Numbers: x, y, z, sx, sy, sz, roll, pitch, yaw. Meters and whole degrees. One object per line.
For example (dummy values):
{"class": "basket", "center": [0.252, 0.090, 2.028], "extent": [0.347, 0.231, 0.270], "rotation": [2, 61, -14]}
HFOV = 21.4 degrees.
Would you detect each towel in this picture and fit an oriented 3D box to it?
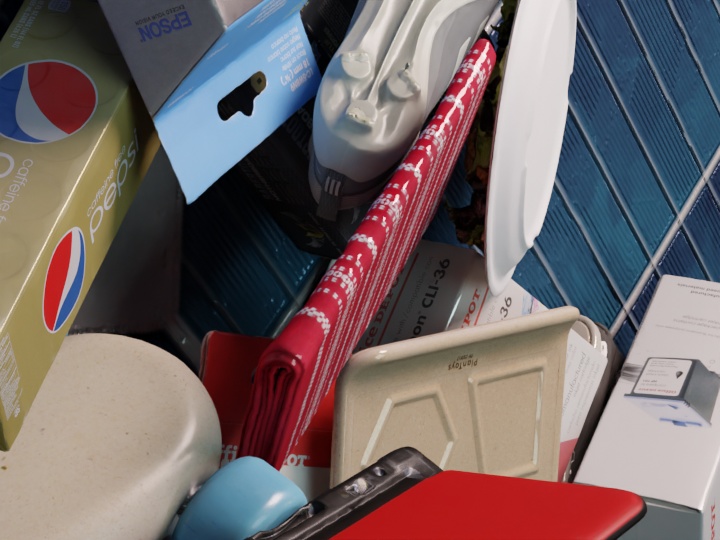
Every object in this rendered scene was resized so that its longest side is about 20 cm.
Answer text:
{"class": "towel", "center": [0.000, 0.000, 0.889], "extent": [0.201, 0.022, 0.145], "rotation": [-58, 174, -31]}

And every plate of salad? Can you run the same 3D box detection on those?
{"class": "plate of salad", "center": [0.081, -0.087, 1.029], "extent": [0.200, 0.048, 0.202], "rotation": [11, 90, -79]}

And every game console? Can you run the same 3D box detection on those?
{"class": "game console", "center": [0.000, 0.157, 0.780], "extent": [0.199, 0.118, 0.174], "rotation": [-22, 141, -54]}

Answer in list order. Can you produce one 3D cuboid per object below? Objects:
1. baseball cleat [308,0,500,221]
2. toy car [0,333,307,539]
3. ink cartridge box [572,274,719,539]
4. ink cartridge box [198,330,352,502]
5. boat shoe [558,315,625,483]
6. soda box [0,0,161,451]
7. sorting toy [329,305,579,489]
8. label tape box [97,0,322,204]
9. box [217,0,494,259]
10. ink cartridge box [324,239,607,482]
{"class": "baseball cleat", "center": [0.019, -0.111, 0.962], "extent": [0.201, 0.069, 0.107], "rotation": [-57, 175, -35]}
{"class": "toy car", "center": [-0.147, 0.143, 0.862], "extent": [0.176, 0.184, 0.201], "rotation": [-36, 151, -39]}
{"class": "ink cartridge box", "center": [0.200, 0.125, 1.204], "extent": [0.201, 0.085, 0.148], "rotation": [-61, 152, -45]}
{"class": "ink cartridge box", "center": [-0.076, 0.130, 0.973], "extent": [0.116, 0.067, 0.202], "rotation": [10, 89, -49]}
{"class": "boat shoe", "center": [0.122, 0.127, 1.190], "extent": [0.057, 0.066, 0.202], "rotation": [34, 69, -40]}
{"class": "soda box", "center": [-0.146, -0.027, 0.818], "extent": [0.064, 0.067, 0.201], "rotation": [90, 17, -51]}
{"class": "sorting toy", "center": [0.044, 0.123, 1.035], "extent": [0.184, 0.036, 0.202], "rotation": [-9, 112, -45]}
{"class": "label tape box", "center": [-0.061, -0.154, 0.843], "extent": [0.144, 0.063, 0.202], "rotation": [-46, 117, -52]}
{"class": "box", "center": [-0.022, -0.125, 0.997], "extent": [0.200, 0.051, 0.159], "rotation": [51, 61, -41]}
{"class": "ink cartridge box", "center": [0.052, 0.059, 1.099], "extent": [0.200, 0.067, 0.117], "rotation": [36, 72, -45]}
